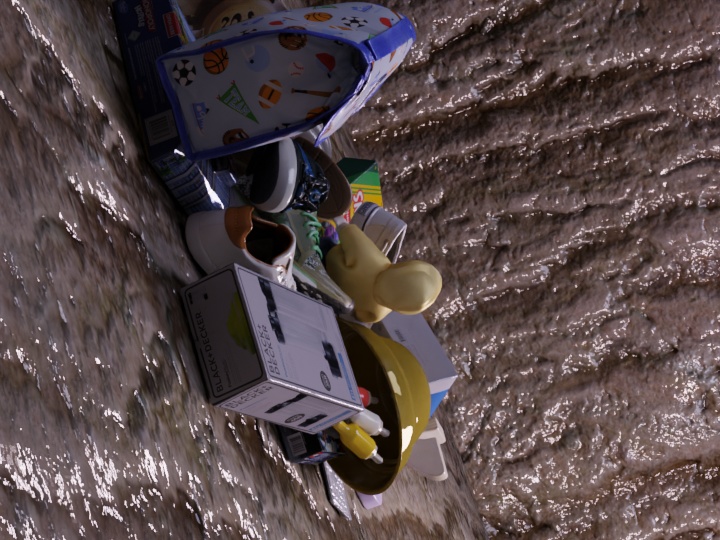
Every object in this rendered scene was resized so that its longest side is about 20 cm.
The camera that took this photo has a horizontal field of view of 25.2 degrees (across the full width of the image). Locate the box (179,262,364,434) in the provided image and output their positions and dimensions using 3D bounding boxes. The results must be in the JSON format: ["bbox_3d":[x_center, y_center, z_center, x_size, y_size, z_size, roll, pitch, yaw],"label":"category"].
[{"bbox_3d":[-0.078,0.076,1.472,0.200,0.060,0.117,28,41,-61],"label":"box"}]

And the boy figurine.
[{"bbox_3d":[0.000,0.000,1.715,0.200,0.064,0.125,13,-53,43],"label":"boy figurine"}]

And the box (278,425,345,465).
[{"bbox_3d":[-0.075,0.105,1.708,0.137,0.040,0.201,40,30,-79],"label":"box"}]

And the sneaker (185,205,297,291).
[{"bbox_3d":[-0.087,0.006,1.573,0.200,0.084,0.073,49,34,-48],"label":"sneaker"}]

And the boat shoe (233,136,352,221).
[{"bbox_3d":[-0.091,-0.117,1.788,0.200,0.071,0.065,35,-12,13],"label":"boat shoe"}]

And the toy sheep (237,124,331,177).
[{"bbox_3d":[-0.099,-0.139,1.914,0.200,0.137,0.138,-64,136,-62],"label":"toy sheep"}]

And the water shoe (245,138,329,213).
[{"bbox_3d":[-0.064,-0.093,1.592,0.079,0.072,0.200,24,11,-12],"label":"water shoe"}]

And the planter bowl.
[{"bbox_3d":[0.019,0.138,1.761,0.200,0.083,0.201,29,-54,50],"label":"planter bowl"}]

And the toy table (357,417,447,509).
[{"bbox_3d":[0.033,0.193,2.051,0.184,0.117,0.201,54,18,-70],"label":"toy table"}]

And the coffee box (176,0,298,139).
[{"bbox_3d":[-0.120,-0.235,1.731,0.200,0.113,0.080,50,-9,15],"label":"coffee box"}]

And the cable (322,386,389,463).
[{"bbox_3d":[-0.041,0.125,1.603,0.200,0.050,0.097,34,42,-50],"label":"cable"}]

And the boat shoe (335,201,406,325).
[{"bbox_3d":[0.011,0.016,1.827,0.072,0.066,0.201,-38,149,-53],"label":"boat shoe"}]

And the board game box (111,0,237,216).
[{"bbox_3d":[-0.166,-0.146,1.602,0.200,0.061,0.201,59,13,-59],"label":"board game box"}]

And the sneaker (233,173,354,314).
[{"bbox_3d":[-0.067,-0.040,1.679,0.200,0.089,0.077,45,-11,12],"label":"sneaker"}]

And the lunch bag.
[{"bbox_3d":[-0.058,-0.182,1.495,0.170,0.199,0.124,-48,122,-66],"label":"lunch bag"}]

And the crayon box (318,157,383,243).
[{"bbox_3d":[-0.039,-0.033,1.870,0.200,0.051,0.127,-44,134,-47],"label":"crayon box"}]

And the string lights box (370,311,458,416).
[{"bbox_3d":[0.031,0.145,1.880,0.103,0.059,0.200,60,-36,26],"label":"string lights box"}]

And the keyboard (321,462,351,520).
[{"bbox_3d":[-0.043,0.192,1.860,0.056,0.011,0.200,63,9,-52],"label":"keyboard"}]
